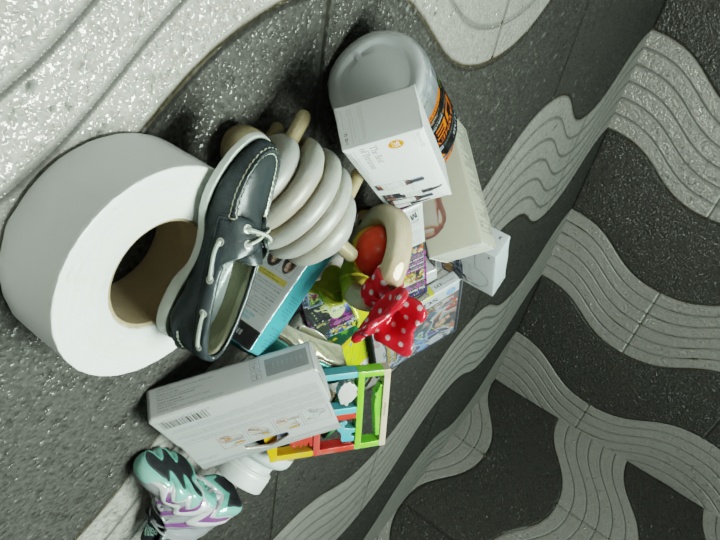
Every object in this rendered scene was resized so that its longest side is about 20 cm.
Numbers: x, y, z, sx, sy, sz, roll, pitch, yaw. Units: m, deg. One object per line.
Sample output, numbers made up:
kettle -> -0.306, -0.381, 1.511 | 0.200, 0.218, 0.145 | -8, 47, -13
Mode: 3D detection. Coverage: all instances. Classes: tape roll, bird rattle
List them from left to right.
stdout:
tape roll -> -0.193, -0.013, 0.517 | 0.202, 0.071, 0.203 | -46, 153, -31
bird rattle -> 0.010, 0.001, 0.701 | 0.200, 0.112, 0.164 | -164, -92, -73

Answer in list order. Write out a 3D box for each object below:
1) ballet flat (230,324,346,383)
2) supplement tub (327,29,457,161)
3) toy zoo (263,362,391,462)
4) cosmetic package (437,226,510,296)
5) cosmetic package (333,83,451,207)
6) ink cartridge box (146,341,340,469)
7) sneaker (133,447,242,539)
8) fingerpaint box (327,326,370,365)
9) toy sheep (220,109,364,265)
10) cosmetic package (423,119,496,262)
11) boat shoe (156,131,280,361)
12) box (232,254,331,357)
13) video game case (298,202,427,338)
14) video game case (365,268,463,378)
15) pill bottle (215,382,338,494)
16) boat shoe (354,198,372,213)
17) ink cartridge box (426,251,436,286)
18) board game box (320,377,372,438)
ballet flat -> -0.100, 0.096, 0.815 | 0.067, 0.063, 0.200 | -31, 133, 32
supplement tub -> 0.049, -0.192, 0.738 | 0.123, 0.122, 0.200 | -61, 158, 3
toy zoo -> -0.058, 0.197, 0.825 | 0.199, 0.020, 0.132 | -4, 114, -16
cosmetic package -> 0.156, -0.050, 1.038 | 0.052, 0.200, 0.151 | -52, 156, -18
cosmetic package -> 0.043, -0.122, 0.647 | 0.200, 0.082, 0.051 | 33, 43, -70
ink cartridge box -> -0.136, 0.174, 0.749 | 0.199, 0.045, 0.176 | -16, 144, -3
sneaker -> -0.260, 0.318, 0.784 | 0.140, 0.078, 0.200 | -39, 135, -2
fingerpaint box -> -0.030, 0.137, 1.043 | 0.167, 0.073, 0.200 | -40, 152, -38
toy sheep -> -0.065, -0.074, 0.624 | 0.200, 0.138, 0.138 | 40, 79, -30
cosmetic package -> 0.131, -0.120, 0.903 | 0.103, 0.087, 0.201 | 11, 64, -66
boat shoe -> -0.108, -0.017, 0.517 | 0.076, 0.060, 0.201 | -9, 126, -62
box -> -0.097, -0.003, 0.716 | 0.200, 0.082, 0.049 | -56, 158, -7
video game case -> 0.000, 0.000, 0.847 | 0.199, 0.036, 0.182 | -24, 136, -13
video game case -> 0.093, 0.098, 1.039 | 0.180, 0.026, 0.200 | -30, 150, -12
pill bottle -> -0.127, 0.224, 0.897 | 0.200, 0.111, 0.111 | -56, 158, -9
boat shoe -> -0.029, -0.014, 0.891 | 0.067, 0.057, 0.200 | -3, 127, -42
ink cartridge box -> 0.076, -0.002, 1.024 | 0.068, 0.116, 0.200 | -25, 149, -8
board game box -> -0.021, 0.212, 0.981 | 0.105, 0.023, 0.200 | -55, 170, -3
